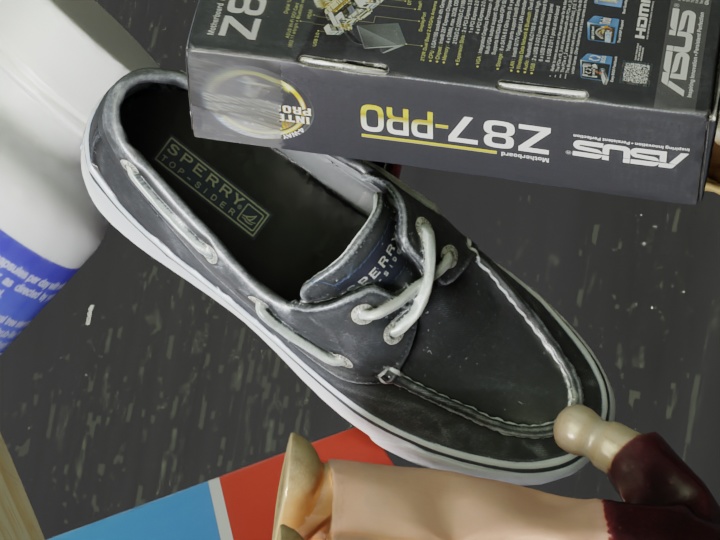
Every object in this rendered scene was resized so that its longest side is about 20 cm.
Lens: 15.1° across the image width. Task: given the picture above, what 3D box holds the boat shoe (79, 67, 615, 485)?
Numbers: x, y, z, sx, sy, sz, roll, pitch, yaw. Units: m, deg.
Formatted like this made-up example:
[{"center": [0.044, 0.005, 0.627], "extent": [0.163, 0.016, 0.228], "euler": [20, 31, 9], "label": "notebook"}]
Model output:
[{"center": [0.000, 0.000, 0.872], "extent": [0.200, 0.068, 0.072], "euler": [37, 76, -3], "label": "boat shoe"}]

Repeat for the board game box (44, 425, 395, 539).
[{"center": [-0.021, 0.151, 0.835], "extent": [0.153, 0.040, 0.200], "euler": [-19, 50, -19], "label": "board game box"}]

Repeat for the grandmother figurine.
[{"center": [0.073, 0.092, 0.833], "extent": [0.200, 0.061, 0.121], "euler": [9, 56, -3], "label": "grandmother figurine"}]

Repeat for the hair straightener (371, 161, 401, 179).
[{"center": [-0.006, -0.088, 0.928], "extent": [0.041, 0.077, 0.200], "euler": [14, 85, 48], "label": "hair straightener"}]

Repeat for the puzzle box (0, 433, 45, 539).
[{"center": [-0.134, 0.171, 0.932], "extent": [0.133, 0.025, 0.200], "euler": [-39, 65, 34], "label": "puzzle box"}]

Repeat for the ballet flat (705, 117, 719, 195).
[{"center": [0.112, -0.058, 0.881], "extent": [0.200, 0.063, 0.069], "euler": [21, 87, 26], "label": "ballet flat"}]

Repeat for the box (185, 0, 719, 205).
[{"center": [0.043, -0.120, 0.865], "extent": [0.161, 0.049, 0.200], "euler": [9, 54, 5], "label": "box"}]

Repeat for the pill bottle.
[{"center": [-0.160, -0.016, 0.960], "extent": [0.200, 0.112, 0.112], "euler": [-46, 66, 7], "label": "pill bottle"}]
